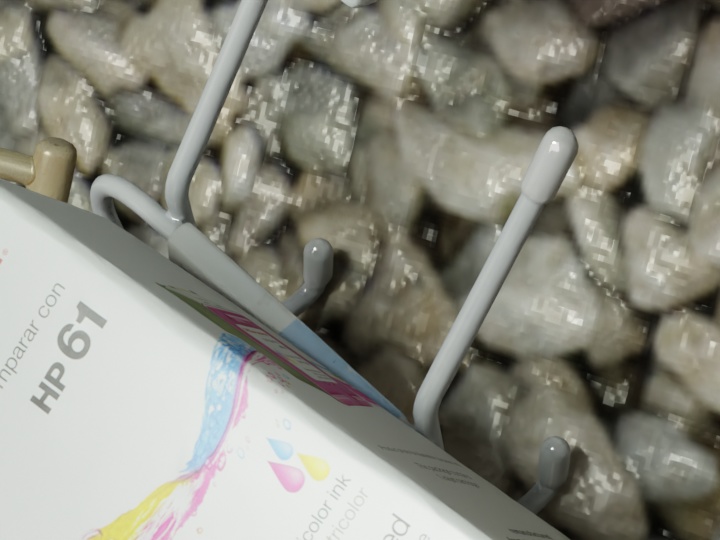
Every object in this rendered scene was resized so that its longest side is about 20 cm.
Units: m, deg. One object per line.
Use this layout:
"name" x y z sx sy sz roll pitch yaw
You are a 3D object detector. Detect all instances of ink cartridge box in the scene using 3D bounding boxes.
"ink cartridge box" -0.056 0.086 0.719 0.200 0.085 0.145 34 96 25

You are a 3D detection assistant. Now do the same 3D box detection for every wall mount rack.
"wall mount rack" 0.000 0.000 0.784 0.075 0.174 0.200 -39 59 -20

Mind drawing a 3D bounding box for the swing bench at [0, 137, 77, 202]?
"swing bench" -0.218 0.044 0.890 0.199 0.130 0.200 15 126 1

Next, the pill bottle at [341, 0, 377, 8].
"pill bottle" 0.069 -0.154 0.712 0.200 0.116 0.117 -24 71 -7
